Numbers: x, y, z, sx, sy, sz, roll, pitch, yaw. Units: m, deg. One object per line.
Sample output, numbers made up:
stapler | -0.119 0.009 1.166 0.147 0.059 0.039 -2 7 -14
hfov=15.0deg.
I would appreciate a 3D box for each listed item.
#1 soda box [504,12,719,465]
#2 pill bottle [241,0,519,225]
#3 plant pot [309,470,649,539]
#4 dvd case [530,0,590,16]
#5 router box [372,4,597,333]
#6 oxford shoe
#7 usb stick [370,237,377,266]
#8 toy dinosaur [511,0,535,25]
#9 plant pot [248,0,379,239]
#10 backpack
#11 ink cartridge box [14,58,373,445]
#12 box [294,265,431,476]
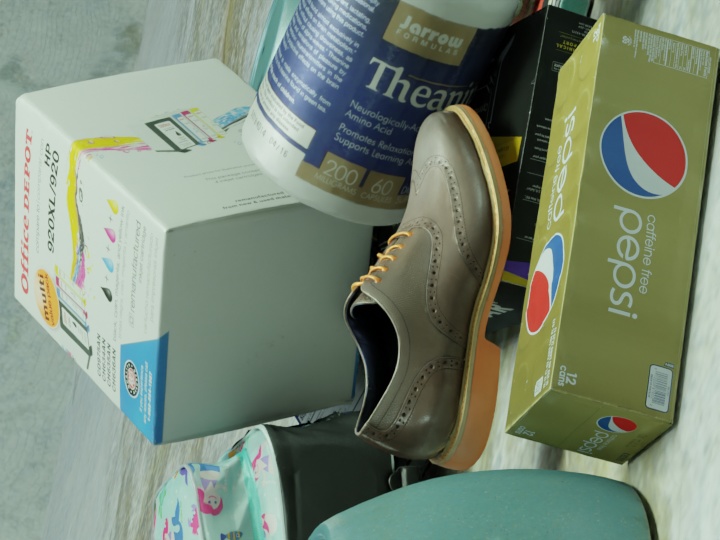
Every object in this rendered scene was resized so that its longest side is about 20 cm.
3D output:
soda box | 0.121 -0.016 1.306 0.068 0.064 0.201 128 156 -63
pill bottle | 0.021 -0.135 1.506 0.111 0.110 0.201 -96 29 -62
plant pot | 0.034 0.180 1.268 0.200 0.134 0.201 -165 90 -79
dvd case | 0.089 -0.094 1.685 0.200 0.022 0.147 179 106 -77
router box | 0.072 -0.048 1.544 0.200 0.052 0.158 159 124 -66
oxford shoe | 0.033 0.001 1.431 0.071 0.072 0.201 137 140 -58
usb stick | 0.000 0.000 1.732 0.200 0.033 0.056 31 146 50
toy dinosaur | 0.082 -0.233 1.614 0.088 0.047 0.201 46 146 38
plant pot | 0.002 -0.124 1.755 0.200 0.134 0.201 -164 90 -81
backpack | -0.045 0.182 1.632 0.200 0.150 0.179 134 127 -77
ink cartridge box | -0.106 -0.015 1.656 0.200 0.144 0.148 40 133 48
box | -0.016 0.050 1.710 0.201 0.032 0.121 57 142 26
